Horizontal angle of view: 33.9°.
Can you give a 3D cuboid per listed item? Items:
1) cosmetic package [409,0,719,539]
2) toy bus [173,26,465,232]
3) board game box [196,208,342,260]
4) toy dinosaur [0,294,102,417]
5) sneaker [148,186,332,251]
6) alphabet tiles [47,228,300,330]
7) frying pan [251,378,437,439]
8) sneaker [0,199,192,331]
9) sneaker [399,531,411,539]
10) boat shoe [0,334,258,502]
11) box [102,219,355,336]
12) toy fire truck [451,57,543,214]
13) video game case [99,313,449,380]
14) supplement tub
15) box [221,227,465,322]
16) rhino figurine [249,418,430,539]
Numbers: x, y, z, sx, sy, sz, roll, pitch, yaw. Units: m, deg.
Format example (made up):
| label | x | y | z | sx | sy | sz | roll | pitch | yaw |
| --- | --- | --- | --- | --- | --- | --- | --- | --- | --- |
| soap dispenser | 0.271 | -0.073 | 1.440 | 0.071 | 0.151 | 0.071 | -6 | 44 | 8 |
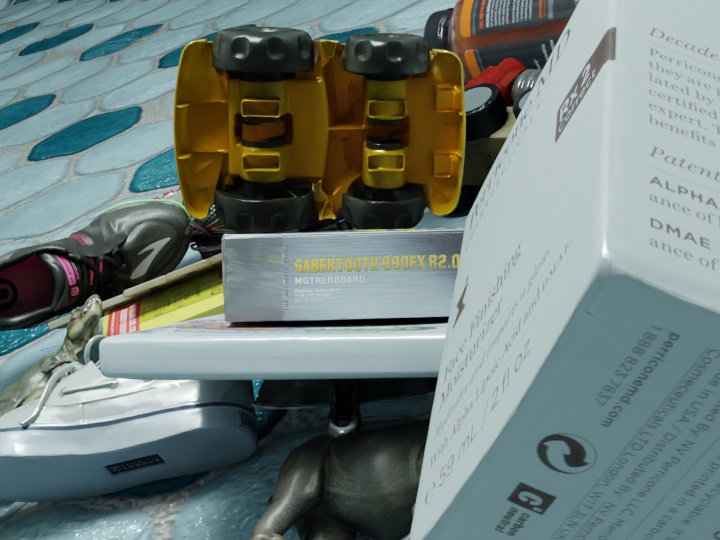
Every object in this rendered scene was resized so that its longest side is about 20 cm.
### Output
| label | x | y | z | sx | sy | sz | roll | pitch | yaw |
| --- | --- | --- | --- | --- | --- | --- | --- | --- | --- |
| cosmetic package | 0.132 | 0.015 | 0.453 | 0.164 | 0.165 | 0.201 | 21 | 42 | -6 |
| toy bus | -0.028 | -0.113 | 0.877 | 0.198 | 0.137 | 0.192 | 1 | 15 | -1 |
| board game box | -0.050 | -0.072 | 1.076 | 0.198 | 0.033 | 0.120 | -17 | 21 | 7 |
| toy dinosaur | -0.233 | 0.109 | 0.804 | 0.200 | 0.048 | 0.088 | -43 | 45 | -7 |
| sneaker | -0.116 | -0.043 | 0.989 | 0.199 | 0.075 | 0.081 | -23 | -2 | 10 |
| alphabet tiles | -0.139 | 0.007 | 0.919 | 0.198 | 0.008 | 0.167 | -22 | 0 | -2 |
| frying pan | -0.022 | 0.068 | 0.659 | 0.114 | 0.031 | 0.190 | -5 | -1 | 23 |
| sneaker | -0.218 | 0.004 | 0.910 | 0.199 | 0.077 | 0.084 | -24 | 18 | -18 |
| sneaker | 0.078 | 0.117 | 0.492 | 0.199 | 0.083 | 0.072 | -21 | 24 | -15 |
| boat shoe | -0.162 | 0.085 | 0.735 | 0.200 | 0.075 | 0.087 | -13 | 53 | 11 |
| box | -0.087 | 0.028 | 0.861 | 0.198 | 0.050 | 0.075 | -22 | 23 | 0 |
| toy fire truck | 0.155 | -0.129 | 0.949 | 0.175 | 0.129 | 0.200 | 4 | 44 | 43 |
| video game case | -0.014 | 0.038 | 0.647 | 0.198 | 0.024 | 0.182 | -2 | 2 | 13 |
| supplement tub | 0.161 | -0.234 | 1.155 | 0.199 | 0.108 | 0.107 | -2 | 30 | 35 |
| box | 0.000 | 0.000 | 0.718 | 0.157 | 0.049 | 0.200 | -1 | 1 | -2 |
| rhino figurine | 0.045 | 0.104 | 0.584 | 0.198 | 0.060 | 0.088 | -14 | 27 | 11 |
